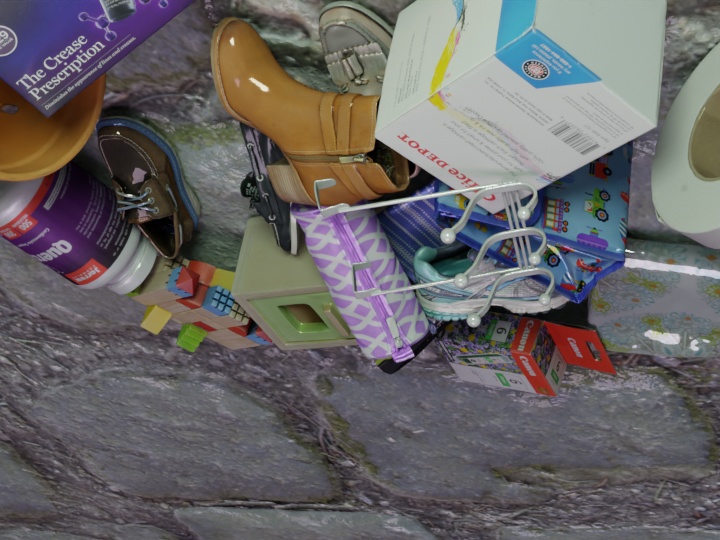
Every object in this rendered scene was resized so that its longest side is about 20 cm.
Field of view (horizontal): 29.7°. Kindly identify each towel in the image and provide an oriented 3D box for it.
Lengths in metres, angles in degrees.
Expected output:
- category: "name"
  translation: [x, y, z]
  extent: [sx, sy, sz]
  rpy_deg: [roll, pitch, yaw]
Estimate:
- category: "towel"
  translation: [0.114, -0.049, 1.419]
  extent: [0.199, 0.024, 0.145]
  rpy_deg: [-30, 131, 26]
- category: "towel"
  translation: [0.338, 0.034, 1.506]
  extent: [0.169, 0.049, 0.201]
  rpy_deg: [5, 148, 9]

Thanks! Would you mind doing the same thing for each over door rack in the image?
- category: "over door rack"
  translation: [0.066, -0.014, 1.203]
  extent: [0.197, 0.067, 0.148]
  rpy_deg: [1, 147, 16]

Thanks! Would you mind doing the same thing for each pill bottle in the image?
- category: "pill bottle"
  translation: [-0.324, -0.055, 1.512]
  extent: [0.112, 0.114, 0.199]
  rpy_deg: [-17, 139, 38]

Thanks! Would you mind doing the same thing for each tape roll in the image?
- category: "tape roll"
  translation: [0.319, -0.115, 1.122]
  extent: [0.037, 0.205, 0.202]
  rpy_deg: [24, 147, -21]

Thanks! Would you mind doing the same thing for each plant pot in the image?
- category: "plant pot"
  translation: [-0.356, -0.186, 1.255]
  extent: [0.139, 0.202, 0.200]
  rpy_deg: [6, 153, 41]

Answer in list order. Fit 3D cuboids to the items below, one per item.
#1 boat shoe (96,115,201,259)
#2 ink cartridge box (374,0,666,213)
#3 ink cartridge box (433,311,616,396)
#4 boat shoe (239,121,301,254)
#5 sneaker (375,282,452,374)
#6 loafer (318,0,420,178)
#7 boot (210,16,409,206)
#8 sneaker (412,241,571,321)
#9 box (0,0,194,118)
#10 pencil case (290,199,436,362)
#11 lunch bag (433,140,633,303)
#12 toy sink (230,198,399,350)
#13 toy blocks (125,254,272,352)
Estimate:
- category: "boat shoe"
  translation: [-0.229, -0.086, 1.469]
  extent: [0.071, 0.073, 0.201]
  rpy_deg: [-4, 146, 22]
- category: "ink cartridge box"
  translation: [0.133, -0.172, 1.143]
  extent: [0.146, 0.146, 0.199]
  rpy_deg: [31, 143, -27]
- category: "ink cartridge box"
  translation: [0.195, 0.101, 1.620]
  extent: [0.198, 0.051, 0.109]
  rpy_deg: [9, 152, 32]
- category: "boat shoe"
  translation: [-0.094, -0.093, 1.409]
  extent: [0.065, 0.075, 0.200]
  rpy_deg: [2, 145, 3]
- category: "sneaker"
  translation: [0.062, 0.043, 1.585]
  extent: [0.083, 0.071, 0.200]
  rpy_deg: [51, 125, 10]
- category: "loafer"
  translation: [0.019, -0.165, 1.270]
  extent: [0.071, 0.064, 0.200]
  rpy_deg: [-7, 144, 27]
- category: "boot"
  translation: [-0.045, -0.147, 1.240]
  extent: [0.154, 0.077, 0.202]
  rpy_deg: [-1, 118, 44]
- category: "sneaker"
  translation: [0.147, -0.004, 1.402]
  extent: [0.197, 0.078, 0.087]
  rpy_deg: [-13, 133, 13]
- category: "box"
  translation: [-0.239, -0.245, 1.134]
  extent: [0.199, 0.079, 0.141]
  rpy_deg: [-35, 130, 14]
- category: "pencil case"
  translation: [0.000, 0.000, 1.389]
  extent: [0.083, 0.086, 0.202]
  rpy_deg: [-25, 111, 9]
- category: "lunch bag"
  translation: [0.148, -0.082, 1.278]
  extent: [0.198, 0.152, 0.094]
  rpy_deg: [19, 148, -14]
- category: "toy sink"
  translation: [-0.024, 0.011, 1.523]
  extent: [0.197, 0.113, 0.131]
  rpy_deg: [-6, 146, 25]
- category: "toy blocks"
  translation: [-0.172, 0.035, 1.592]
  extent: [0.199, 0.101, 0.136]
  rpy_deg: [30, 158, -27]
